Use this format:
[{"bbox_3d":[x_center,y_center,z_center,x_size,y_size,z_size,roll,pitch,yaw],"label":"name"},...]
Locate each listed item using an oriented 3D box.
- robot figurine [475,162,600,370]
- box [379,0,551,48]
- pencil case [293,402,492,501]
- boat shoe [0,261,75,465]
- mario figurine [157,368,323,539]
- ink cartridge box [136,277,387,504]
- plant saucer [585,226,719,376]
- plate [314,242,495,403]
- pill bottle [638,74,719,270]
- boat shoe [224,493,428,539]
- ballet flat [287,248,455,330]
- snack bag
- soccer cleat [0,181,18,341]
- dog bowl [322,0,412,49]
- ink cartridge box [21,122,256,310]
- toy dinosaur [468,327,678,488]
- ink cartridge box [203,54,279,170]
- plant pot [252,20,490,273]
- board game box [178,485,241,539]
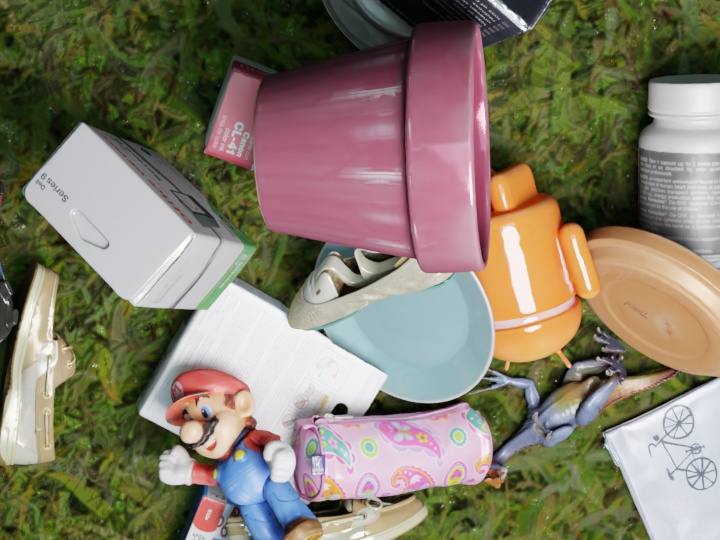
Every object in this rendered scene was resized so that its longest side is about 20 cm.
[{"bbox_3d":[0.148,0.001,1.289,0.142,0.117,0.202,-15,100,-2],"label":"robot figurine"},{"bbox_3d":[0.065,-0.291,1.108,0.199,0.196,0.125,37,82,-12],"label":"box"},{"bbox_3d":[0.029,0.177,1.302,0.198,0.087,0.089,-1,103,-24],"label":"pencil case"},{"bbox_3d":[-0.311,0.092,1.291,0.066,0.074,0.202,8,103,-20],"label":"boat shoe"},{"bbox_3d":[-0.125,0.183,1.234,0.123,0.106,0.201,-32,73,-6],"label":"mario figurine"},{"bbox_3d":[-0.099,0.116,1.328,0.199,0.057,0.163,30,98,-18],"label":"ink cartridge box"},{"bbox_3d":[0.288,0.037,1.272,0.200,0.200,0.032,44,69,-12],"label":"plant saucer"},{"bbox_3d":[0.044,0.036,1.288,0.198,0.026,0.202,16,124,26],"label":"plate"},{"bbox_3d":[0.326,-0.085,1.291,0.112,0.113,0.203,-4,103,-5],"label":"pill bottle"},{"bbox_3d":[-0.031,0.246,1.300,0.198,0.073,0.064,-14,87,-9],"label":"boat shoe"},{"bbox_3d":[0.000,0.000,1.233,0.199,0.068,0.062,-20,128,31],"label":"ballet flat"},{"bbox_3d":[0.374,0.211,1.406,0.198,0.021,0.190,-26,103,0],"label":"snack bag"},{"bbox_3d":[-0.379,-0.024,1.256,0.086,0.069,0.203,-11,86,39],"label":"soccer cleat"},{"bbox_3d":[0.053,-0.293,1.246,0.197,0.059,0.203,-1,101,-6],"label":"dog bowl"},{"bbox_3d":[-0.190,-0.042,1.184,0.146,0.200,0.084,43,95,8],"label":"ink cartridge box"},{"bbox_3d":[0.207,0.156,1.347,0.198,0.105,0.182,22,118,-20],"label":"toy dinosaur"},{"bbox_3d":[-0.039,-0.121,1.228,0.198,0.148,0.086,22,99,-9],"label":"ink cartridge box"},{"bbox_3d":[0.012,-0.098,1.077,0.177,0.200,0.203,-1,103,9],"label":"plant pot"},{"bbox_3d":[-0.106,0.340,1.367,0.194,0.056,0.202,20,99,-9],"label":"board game box"}]
